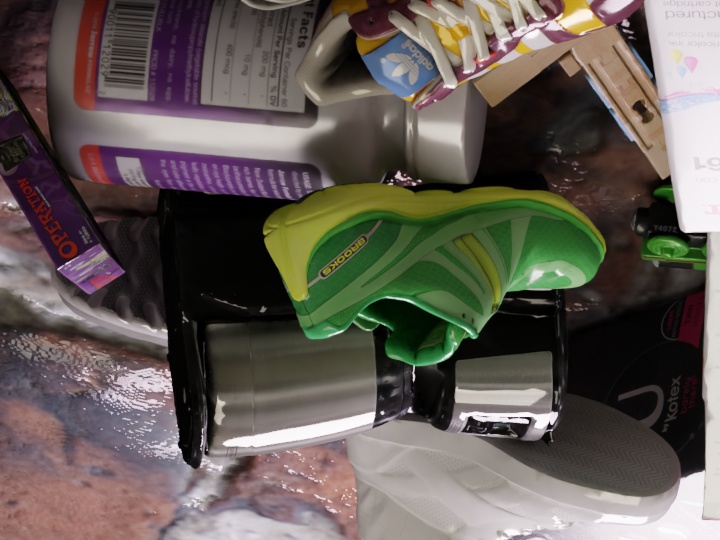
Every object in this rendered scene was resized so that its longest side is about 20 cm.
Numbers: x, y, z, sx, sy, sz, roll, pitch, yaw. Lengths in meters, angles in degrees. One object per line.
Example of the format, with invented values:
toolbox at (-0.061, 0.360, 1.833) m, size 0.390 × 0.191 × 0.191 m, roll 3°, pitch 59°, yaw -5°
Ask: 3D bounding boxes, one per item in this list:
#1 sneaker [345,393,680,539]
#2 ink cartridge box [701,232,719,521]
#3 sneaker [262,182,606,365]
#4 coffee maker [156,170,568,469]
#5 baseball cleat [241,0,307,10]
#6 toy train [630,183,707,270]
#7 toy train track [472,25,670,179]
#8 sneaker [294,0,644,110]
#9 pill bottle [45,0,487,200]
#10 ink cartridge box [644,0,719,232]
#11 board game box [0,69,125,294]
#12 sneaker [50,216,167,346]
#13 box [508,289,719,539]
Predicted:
sneaker at (0.083, 0.127, 1.536) m, size 0.200 × 0.074 × 0.116 m, roll 14°, pitch 124°, yaw 30°
ink cartridge box at (0.228, 0.030, 1.428) m, size 0.109 × 0.050 × 0.200 m, roll 4°, pitch 110°, yaw 12°
sneaker at (0.035, 0.004, 1.346) m, size 0.200 × 0.084 × 0.074 m, roll -1°, pitch 169°, yaw -41°
coffee maker at (0.000, 0.000, 1.461) m, size 0.200 × 0.193 × 0.135 m, roll -5°, pitch -172°, yaw -9°
baseball cleat at (-0.076, -0.168, 1.262) m, size 0.200 × 0.107 × 0.070 m, roll -1°, pitch 141°, yaw 15°
toy train at (0.240, -0.012, 1.472) m, size 0.200 × 0.042 × 0.056 m, roll 5°, pitch 158°, yaw 10°
toy train track at (0.114, -0.107, 1.362) m, size 0.115 × 0.033 × 0.200 m, roll -36°, pitch 142°, yaw 5°
sneaker at (0.050, -0.110, 1.220) m, size 0.075 × 0.090 × 0.200 m, roll 51°, pitch 151°, yaw -14°
pill bottle at (-0.042, -0.090, 1.368) m, size 0.200 × 0.112 × 0.112 m, roll 6°, pitch 148°, yaw 10°
ink cartridge box at (0.209, -0.105, 1.287) m, size 0.144 × 0.085 × 0.200 m, roll 0°, pitch 146°, yaw 13°
board game box at (-0.162, -0.050, 1.404) m, size 0.120 × 0.032 × 0.200 m, roll 55°, pitch 176°, yaw 3°
sneaker at (-0.078, 0.030, 1.601) m, size 0.200 × 0.075 × 0.082 m, roll 14°, pitch 146°, yaw -5°
box at (0.181, 0.095, 1.578) m, size 0.106 × 0.122 × 0.200 m, roll 34°, pitch 141°, yaw -32°
